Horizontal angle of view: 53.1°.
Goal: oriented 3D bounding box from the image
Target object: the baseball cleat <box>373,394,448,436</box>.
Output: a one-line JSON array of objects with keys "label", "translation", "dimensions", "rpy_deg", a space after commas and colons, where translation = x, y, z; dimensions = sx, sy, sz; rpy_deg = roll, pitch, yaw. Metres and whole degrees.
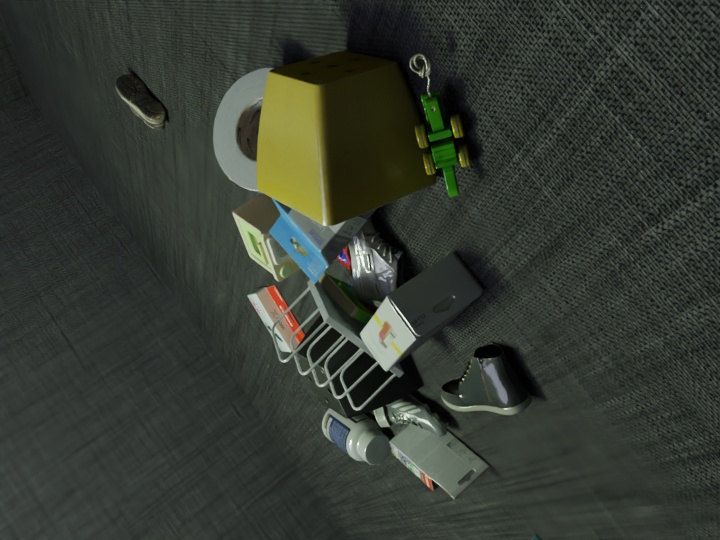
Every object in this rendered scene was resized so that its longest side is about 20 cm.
[{"label": "baseball cleat", "translation": [0.098, 0.313, 1.540], "dimensions": [0.200, 0.106, 0.070], "rpy_deg": [35, 164, 50]}]

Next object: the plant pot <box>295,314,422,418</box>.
[{"label": "plant pot", "translation": [-0.020, 0.190, 1.521], "dimensions": [0.199, 0.177, 0.201], "rpy_deg": [17, 135, 56]}]

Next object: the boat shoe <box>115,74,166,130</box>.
[{"label": "boat shoe", "translation": [-0.598, -0.450, 1.955], "dimensions": [0.200, 0.074, 0.074], "rpy_deg": [49, 156, 20]}]

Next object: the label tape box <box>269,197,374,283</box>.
[{"label": "label tape box", "translation": [-0.074, -0.100, 1.222], "dimensions": [0.144, 0.200, 0.063], "rpy_deg": [46, -163, 23]}]

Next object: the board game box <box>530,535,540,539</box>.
[{"label": "board game box", "translation": [0.383, 0.651, 1.498], "dimensions": [0.151, 0.047, 0.201], "rpy_deg": [45, 155, 25]}]

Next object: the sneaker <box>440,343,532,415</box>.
[{"label": "sneaker", "translation": [0.197, 0.176, 1.218], "dimensions": [0.199, 0.075, 0.107], "rpy_deg": [-10, 108, 56]}]

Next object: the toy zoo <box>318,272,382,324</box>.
[{"label": "toy zoo", "translation": [0.024, 0.076, 1.346], "dimensions": [0.199, 0.021, 0.131], "rpy_deg": [28, -168, -39]}]

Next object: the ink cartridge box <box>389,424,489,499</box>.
[{"label": "ink cartridge box", "translation": [0.165, 0.396, 1.511], "dimensions": [0.200, 0.109, 0.051], "rpy_deg": [34, 149, 42]}]

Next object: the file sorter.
[{"label": "file sorter", "translation": [-0.045, 0.141, 1.315], "dimensions": [0.200, 0.125, 0.139], "rpy_deg": [39, -169, -30]}]

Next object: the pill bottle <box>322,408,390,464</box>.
[{"label": "pill bottle", "translation": [-0.009, 0.435, 1.910], "dimensions": [0.199, 0.111, 0.112], "rpy_deg": [21, 139, 54]}]

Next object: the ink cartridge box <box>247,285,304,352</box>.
[{"label": "ink cartridge box", "translation": [-0.235, 0.141, 2.060], "dimensions": [0.201, 0.043, 0.173], "rpy_deg": [60, 159, -8]}]

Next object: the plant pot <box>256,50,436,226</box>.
[{"label": "plant pot", "translation": [-0.030, -0.202, 1.020], "dimensions": [0.199, 0.199, 0.178], "rpy_deg": [30, 134, 46]}]

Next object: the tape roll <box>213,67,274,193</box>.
[{"label": "tape roll", "translation": [-0.146, -0.227, 1.193], "dimensions": [0.200, 0.201, 0.066], "rpy_deg": [47, -162, 19]}]

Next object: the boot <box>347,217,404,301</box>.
[{"label": "boot", "translation": [0.032, -0.041, 1.268], "dimensions": [0.095, 0.074, 0.202], "rpy_deg": [2, 114, 25]}]

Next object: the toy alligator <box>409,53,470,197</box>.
[{"label": "toy alligator", "translation": [0.100, -0.192, 0.933], "dimensions": [0.054, 0.059, 0.201], "rpy_deg": [-84, -22, -57]}]

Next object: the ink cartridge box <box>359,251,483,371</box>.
[{"label": "ink cartridge box", "translation": [0.094, 0.070, 1.172], "dimensions": [0.084, 0.145, 0.200], "rpy_deg": [53, 157, 10]}]

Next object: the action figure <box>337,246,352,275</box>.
[{"label": "action figure", "translation": [0.000, 0.000, 1.390], "dimensions": [0.200, 0.052, 0.066], "rpy_deg": [43, 170, 34]}]

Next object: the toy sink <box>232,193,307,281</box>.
[{"label": "toy sink", "translation": [-0.175, -0.067, 1.568], "dimensions": [0.199, 0.112, 0.131], "rpy_deg": [33, 148, 44]}]
